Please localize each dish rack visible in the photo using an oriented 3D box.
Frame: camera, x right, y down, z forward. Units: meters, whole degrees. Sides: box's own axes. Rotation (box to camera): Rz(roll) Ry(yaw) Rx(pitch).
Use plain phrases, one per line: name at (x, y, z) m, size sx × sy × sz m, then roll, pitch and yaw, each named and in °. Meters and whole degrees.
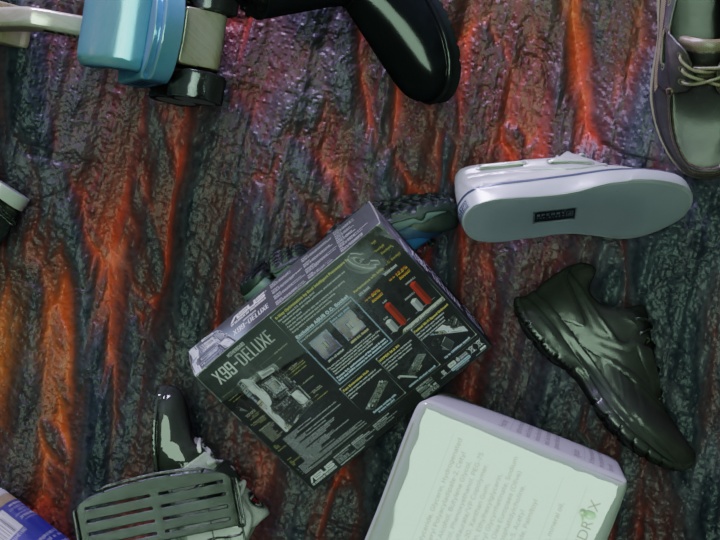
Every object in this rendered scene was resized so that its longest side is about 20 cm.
dish rack at (-0.149, 0.262, 1.312) m, size 0.153 × 0.055 × 0.201 m, roll -10°, pitch 85°, yaw -12°

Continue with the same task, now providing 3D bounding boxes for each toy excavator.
toy excavator at (-0.223, -0.207, 1.391) m, size 0.199 × 0.194 × 0.100 m, roll 11°, pitch 90°, yaw -21°

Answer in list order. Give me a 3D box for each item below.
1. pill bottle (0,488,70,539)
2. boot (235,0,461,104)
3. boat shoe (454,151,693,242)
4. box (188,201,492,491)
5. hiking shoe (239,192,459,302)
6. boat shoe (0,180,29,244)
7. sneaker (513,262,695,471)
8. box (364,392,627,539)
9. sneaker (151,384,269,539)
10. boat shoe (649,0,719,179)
pill bottle at (-0.267, 0.288, 1.379) m, size 0.200 × 0.120 × 0.120 m, roll 37°, pitch 92°, yaw 6°
boot at (-0.022, -0.219, 1.346) m, size 0.168 × 0.076 × 0.201 m, roll -15°, pitch 79°, yaw -35°
boat shoe at (0.177, -0.070, 1.364) m, size 0.199 × 0.074 × 0.065 m, roll -1°, pitch 48°, yaw -11°
box at (-0.017, 0.066, 1.350) m, size 0.200 × 0.050 × 0.158 m, roll -40°, pitch 116°, yaw 7°
hiking shoe at (0.000, 0.000, 1.391) m, size 0.200 × 0.074 × 0.087 m, roll -25°, pitch 103°, yaw 9°
boat shoe at (-0.389, -0.088, 1.428) m, size 0.200 × 0.076 × 0.060 m, roll 30°, pitch 86°, yaw 7°
sneaker at (0.218, 0.079, 1.356) m, size 0.091 × 0.076 × 0.200 m, roll -40°, pitch 86°, yaw -2°
box at (0.098, 0.217, 1.299) m, size 0.171 × 0.199 × 0.200 m, roll 22°, pitch 91°, yaw 7°
sneaker at (-0.125, 0.190, 1.393) m, size 0.088 × 0.074 × 0.201 m, roll -11°, pitch 97°, yaw 6°
boat shoe at (0.276, -0.177, 1.354) m, size 0.074 × 0.073 × 0.201 m, roll -6°, pitch 88°, yaw 7°
